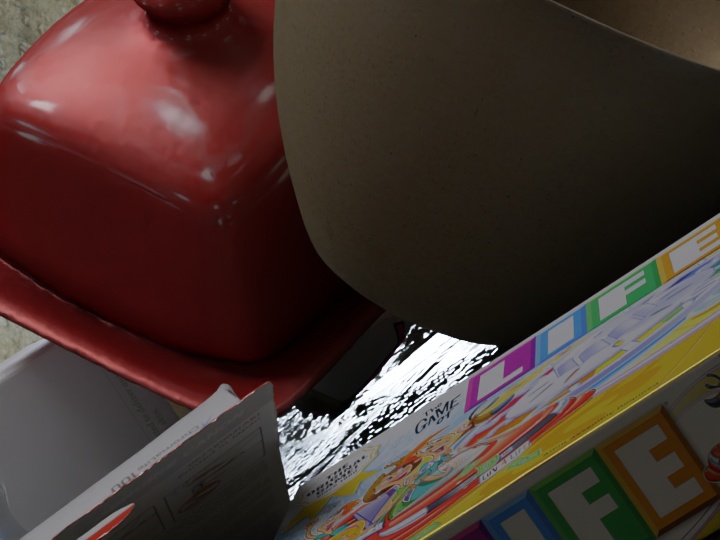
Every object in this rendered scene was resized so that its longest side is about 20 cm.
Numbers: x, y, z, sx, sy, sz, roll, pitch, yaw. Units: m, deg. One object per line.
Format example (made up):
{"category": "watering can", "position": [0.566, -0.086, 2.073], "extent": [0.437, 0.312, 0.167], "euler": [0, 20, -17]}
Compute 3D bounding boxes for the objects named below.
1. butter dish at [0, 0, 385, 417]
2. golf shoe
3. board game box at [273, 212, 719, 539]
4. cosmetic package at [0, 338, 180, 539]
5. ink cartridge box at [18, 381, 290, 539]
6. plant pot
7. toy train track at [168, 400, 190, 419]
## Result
{"category": "butter dish", "position": [-0.066, -0.066, 0.742], "extent": [0.199, 0.199, 0.148], "euler": [-45, -33, -37]}
{"category": "golf shoe", "position": [0.000, 0.000, 0.837], "extent": [0.092, 0.073, 0.200], "euler": [-51, -1, 24]}
{"category": "board game box", "position": [0.062, 0.036, 0.444], "extent": [0.199, 0.034, 0.134], "euler": [-34, 5, 12]}
{"category": "cosmetic package", "position": [-0.144, 0.091, 0.845], "extent": [0.085, 0.108, 0.200], "euler": [-35, 7, -21]}
{"category": "ink cartridge box", "position": [-0.097, 0.091, 0.554], "extent": [0.162, 0.057, 0.200], "euler": [-36, -20, -12]}
{"category": "plant pot", "position": [0.048, -0.054, 0.645], "extent": [0.135, 0.199, 0.200], "euler": [-64, -5, 21]}
{"category": "toy train track", "position": [-0.029, 0.039, 1.014], "extent": [0.199, 0.033, 0.115], "euler": [-31, -3, -22]}
